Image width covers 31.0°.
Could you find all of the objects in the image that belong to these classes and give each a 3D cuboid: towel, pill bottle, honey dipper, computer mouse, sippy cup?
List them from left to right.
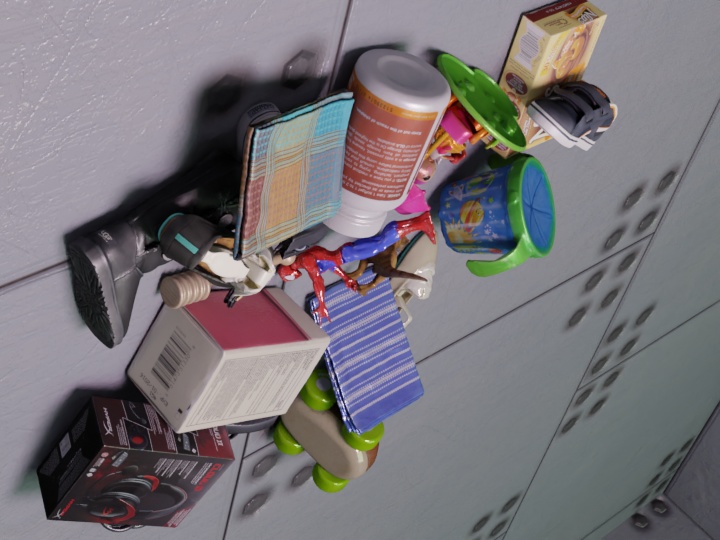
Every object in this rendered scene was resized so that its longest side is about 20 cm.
[{"bbox_3d":[-0.146,0.003,1.516,0.200,0.038,0.038,-18,142,-46],"label":"honey dipper"},{"bbox_3d":[-0.090,-0.015,1.513,0.200,0.034,0.059,-47,179,-35],"label":"computer mouse"},{"bbox_3d":[-0.066,-0.101,1.346,0.200,0.022,0.147,-32,135,-58],"label":"towel"},{"bbox_3d":[0.012,0.106,1.756,0.145,0.024,0.200,-25,103,-37],"label":"towel"},{"bbox_3d":[0.017,-0.140,1.469,0.112,0.112,0.200,-17,141,-44],"label":"pill bottle"},{"bbox_3d":[0.180,-0.077,1.748,0.178,0.130,0.140,-34,113,-61],"label":"sippy cup"}]

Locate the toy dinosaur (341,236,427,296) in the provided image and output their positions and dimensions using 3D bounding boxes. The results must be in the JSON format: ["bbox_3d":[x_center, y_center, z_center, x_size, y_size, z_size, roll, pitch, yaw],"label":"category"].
[{"bbox_3d":[0.027,-0.010,1.684,0.106,0.060,0.200,-37,-165,14],"label":"toy dinosaur"}]

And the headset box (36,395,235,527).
[{"bbox_3d":[-0.257,0.231,1.536,0.200,0.075,0.149,14,130,-39],"label":"headset box"}]

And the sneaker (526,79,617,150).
[{"bbox_3d":[0.275,-0.206,1.667,0.079,0.078,0.200,-49,165,18],"label":"sneaker"}]

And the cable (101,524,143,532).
[{"bbox_3d":[-0.259,0.284,1.723,0.163,0.051,0.200,-54,153,15],"label":"cable"}]

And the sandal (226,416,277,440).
[{"bbox_3d":[-0.199,0.194,1.670,0.200,0.076,0.043,-7,134,-37],"label":"sandal"}]

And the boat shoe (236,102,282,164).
[{"bbox_3d":[-0.094,-0.090,1.415,0.071,0.070,0.200,-23,145,-23],"label":"boat shoe"}]

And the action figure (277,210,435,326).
[{"bbox_3d":[0.000,0.000,1.602,0.200,0.099,0.065,-13,-168,6],"label":"action figure"}]

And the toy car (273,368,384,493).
[{"bbox_3d":[-0.005,0.192,1.875,0.200,0.158,0.164,-40,168,-39],"label":"toy car"}]

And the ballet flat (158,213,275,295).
[{"bbox_3d":[-0.135,-0.007,1.351,0.068,0.068,0.200,-58,153,9],"label":"ballet flat"}]

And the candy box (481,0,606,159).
[{"bbox_3d":[0.237,-0.251,1.696,0.115,0.055,0.200,-25,147,-36],"label":"candy box"}]

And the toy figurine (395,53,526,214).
[{"bbox_3d":[0.090,-0.151,1.587,0.184,0.150,0.200,-42,-179,21],"label":"toy figurine"}]

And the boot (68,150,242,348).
[{"bbox_3d":[-0.205,-0.021,1.377,0.200,0.066,0.165,-37,155,-29],"label":"boot"}]

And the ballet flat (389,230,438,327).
[{"bbox_3d":[0.060,0.036,1.826,0.200,0.069,0.069,-52,153,11],"label":"ballet flat"}]

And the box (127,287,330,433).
[{"bbox_3d":[-0.156,0.103,1.557,0.200,0.109,0.128,-3,131,-54],"label":"box"}]
